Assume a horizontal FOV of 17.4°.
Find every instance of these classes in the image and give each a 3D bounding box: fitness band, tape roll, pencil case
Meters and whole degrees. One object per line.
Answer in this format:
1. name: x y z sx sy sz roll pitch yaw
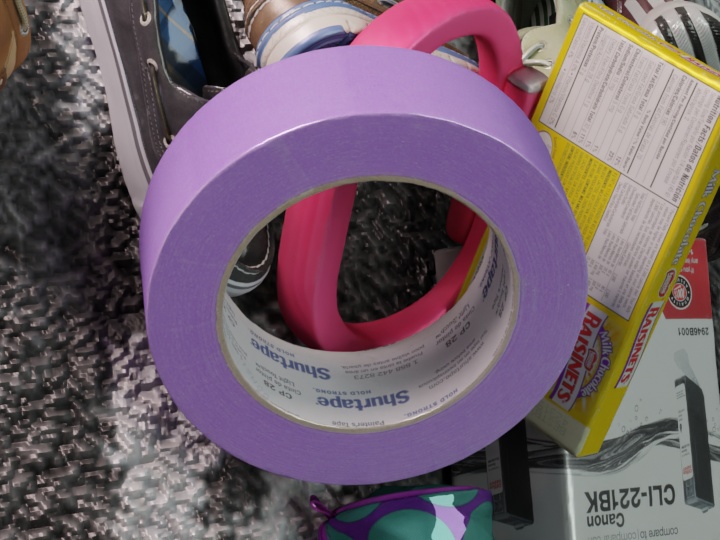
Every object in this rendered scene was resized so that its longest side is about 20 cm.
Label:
1. fitness band: 0.026 -0.041 1.154 0.144 0.037 0.200 -19 131 -42
2. tape roll: 0.000 0.000 1.077 0.200 0.200 0.066 47 15 -30
3. pencil case: 0.031 0.205 1.155 0.092 0.085 0.200 -6 86 -3

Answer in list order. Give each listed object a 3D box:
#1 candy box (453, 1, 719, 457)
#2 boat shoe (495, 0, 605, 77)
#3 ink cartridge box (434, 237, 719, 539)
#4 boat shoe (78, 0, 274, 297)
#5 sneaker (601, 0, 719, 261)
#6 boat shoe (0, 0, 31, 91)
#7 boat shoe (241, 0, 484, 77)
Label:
1. candy box: 0.112 -0.020 1.155 0.026 0.102 0.200 -6 124 -52
2. boat shoe: 0.097 -0.100 1.257 0.062 0.072 0.200 43 28 -29
3. ink cartridge box: 0.122 0.084 1.267 0.144 0.084 0.200 1 84 -46
4. boat shoe: -0.074 -0.085 1.106 0.070 0.066 0.200 -23 100 -45
5. sneaker: 0.183 -0.104 1.373 0.076 0.116 0.200 -22 136 -5
6. boat shoe: -0.197 -0.161 0.997 0.074 0.076 0.200 -40 120 -47
7. boat shoe: 0.006 -0.111 1.181 0.072 0.072 0.200 61 16 24
